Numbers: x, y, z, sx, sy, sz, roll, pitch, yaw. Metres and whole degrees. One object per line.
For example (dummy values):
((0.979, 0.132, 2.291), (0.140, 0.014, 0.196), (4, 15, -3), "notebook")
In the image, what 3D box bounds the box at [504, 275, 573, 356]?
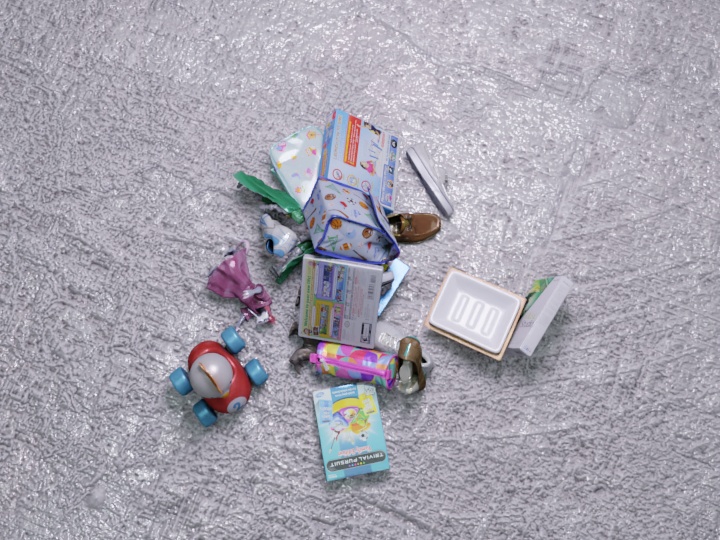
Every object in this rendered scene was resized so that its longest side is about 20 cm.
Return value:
((0.401, 0.106, 1.672), (0.036, 0.144, 0.202), (36, 78, -7), "box")

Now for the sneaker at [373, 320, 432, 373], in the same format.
((0.086, 0.172, 1.686), (0.197, 0.080, 0.071), (28, 80, 7), "sneaker")

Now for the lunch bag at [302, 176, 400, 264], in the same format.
((-0.012, -0.108, 1.616), (0.196, 0.125, 0.172), (16, 32, -26), "lunch bag")

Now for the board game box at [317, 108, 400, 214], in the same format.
((-0.001, -0.257, 1.736), (0.193, 0.056, 0.205), (18, 68, -29), "board game box")

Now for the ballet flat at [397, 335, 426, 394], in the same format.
((0.109, 0.231, 1.611), (0.066, 0.202, 0.073), (15, 52, 16), "ballet flat")

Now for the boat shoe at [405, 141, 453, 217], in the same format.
((0.186, -0.229, 1.785), (0.065, 0.072, 0.202), (-29, 71, -3), "boat shoe")

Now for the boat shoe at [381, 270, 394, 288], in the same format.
((-0.004, 0.066, 1.647), (0.196, 0.074, 0.069), (-26, 92, 6), "boat shoe")

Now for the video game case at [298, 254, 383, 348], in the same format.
((-0.047, 0.071, 1.607), (0.178, 0.022, 0.204), (9, 116, 5), "video game case")

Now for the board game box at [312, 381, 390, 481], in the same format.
((-0.022, 0.367, 1.655), (0.147, 0.047, 0.205), (-10, 77, -3), "board game box")

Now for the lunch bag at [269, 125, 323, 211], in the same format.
((-0.131, -0.244, 1.776), (0.158, 0.077, 0.202), (-30, 80, -6), "lunch bag")

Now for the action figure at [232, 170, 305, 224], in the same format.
((-0.207, -0.168, 1.719), (0.198, 0.117, 0.056), (34, 110, 25), "action figure")

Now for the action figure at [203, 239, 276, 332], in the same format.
((-0.271, 0.054, 1.714), (0.200, 0.134, 0.149), (43, 37, -4), "action figure")

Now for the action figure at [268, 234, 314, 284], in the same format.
((-0.132, -0.057, 1.721), (0.200, 0.118, 0.055), (-43, 95, -20), "action figure")

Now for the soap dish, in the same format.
((0.268, 0.103, 1.686), (0.197, 0.081, 0.160), (23, 77, 18), "soap dish")

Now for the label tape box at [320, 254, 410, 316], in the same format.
((0.000, 0.000, 1.729), (0.198, 0.063, 0.146), (34, 80, 5), "label tape box")

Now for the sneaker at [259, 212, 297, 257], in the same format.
((-0.206, -0.083, 1.688), (0.072, 0.200, 0.073), (40, 88, -26), "sneaker")

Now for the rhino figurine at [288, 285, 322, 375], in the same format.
((-0.123, 0.145, 1.697), (0.085, 0.060, 0.205), (12, 80, -8), "rhino figurine")

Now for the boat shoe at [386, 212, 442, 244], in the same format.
((0.107, -0.103, 1.753), (0.195, 0.068, 0.074), (-11, 77, -4), "boat shoe")

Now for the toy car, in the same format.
((-0.316, 0.244, 1.586), (0.183, 0.200, 0.178), (-37, 95, -6), "toy car")

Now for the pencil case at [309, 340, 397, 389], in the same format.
((-0.012, 0.215, 1.647), (0.195, 0.088, 0.090), (8, 76, 19), "pencil case")
